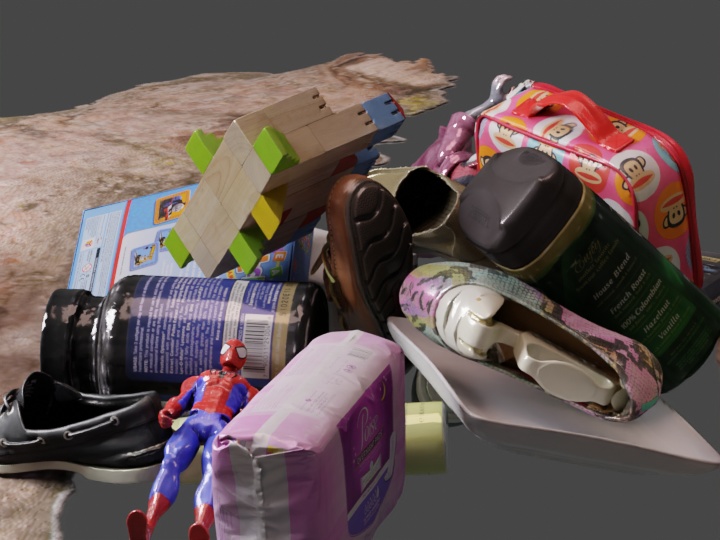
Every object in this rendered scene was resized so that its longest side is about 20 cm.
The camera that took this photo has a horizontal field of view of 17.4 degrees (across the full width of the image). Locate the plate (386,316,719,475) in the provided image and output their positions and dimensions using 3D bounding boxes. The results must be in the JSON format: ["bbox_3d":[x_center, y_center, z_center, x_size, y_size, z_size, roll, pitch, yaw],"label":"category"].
[{"bbox_3d":[0.132,0.094,1.674,0.199,0.032,0.200,11,16,-21],"label":"plate"}]

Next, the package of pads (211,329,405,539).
[{"bbox_3d":[-0.030,0.126,1.505,0.075,0.121,0.200,6,20,17],"label":"package of pads"}]

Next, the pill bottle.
[{"bbox_3d":[-0.128,0.060,1.722,0.199,0.112,0.112,3,18,8],"label":"pill bottle"}]

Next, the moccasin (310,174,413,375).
[{"bbox_3d":[0.001,-0.001,1.745,0.078,0.202,0.074,25,67,26],"label":"moccasin"}]

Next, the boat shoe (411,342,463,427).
[{"bbox_3d":[0.082,0.072,1.797,0.073,0.062,0.200,43,35,-2],"label":"boat shoe"}]

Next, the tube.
[{"bbox_3d":[-0.038,0.121,1.642,0.199,0.052,0.058,-3,-10,6],"label":"tube"}]

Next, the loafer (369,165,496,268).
[{"bbox_3d":[0.044,-0.053,1.896,0.200,0.076,0.067,11,-24,48],"label":"loafer"}]

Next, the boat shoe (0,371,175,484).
[{"bbox_3d":[-0.216,0.104,1.648,0.199,0.066,0.074,6,25,33],"label":"boat shoe"}]

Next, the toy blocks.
[{"bbox_3d":[-0.050,-0.072,1.734,0.136,0.200,0.100,-25,73,-33],"label":"toy blocks"}]

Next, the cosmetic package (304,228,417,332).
[{"bbox_3d":[-0.060,0.015,1.911,0.199,0.082,0.113,17,25,40],"label":"cosmetic package"}]

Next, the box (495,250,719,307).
[{"bbox_3d":[0.201,0.017,1.948,0.199,0.051,0.158,11,22,31],"label":"box"}]

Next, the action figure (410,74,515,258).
[{"bbox_3d":[0.074,-0.080,2.003,0.148,0.135,0.200,-17,-1,-7],"label":"action figure"}]

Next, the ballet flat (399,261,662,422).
[{"bbox_3d":[0.113,0.050,1.632,0.199,0.069,0.071,24,21,12],"label":"ballet flat"}]

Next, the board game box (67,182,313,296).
[{"bbox_3d":[-0.135,-0.006,1.854,0.199,0.037,0.152,-13,44,19],"label":"board game box"}]

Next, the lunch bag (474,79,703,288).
[{"bbox_3d":[0.172,-0.062,1.829,0.082,0.177,0.200,-30,37,-26],"label":"lunch bag"}]

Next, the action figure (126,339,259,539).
[{"bbox_3d":[-0.104,0.111,1.577,0.065,0.052,0.200,7,34,6],"label":"action figure"}]

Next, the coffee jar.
[{"bbox_3d":[0.163,-0.003,1.690,0.200,0.085,0.104,39,-1,-25],"label":"coffee jar"}]
